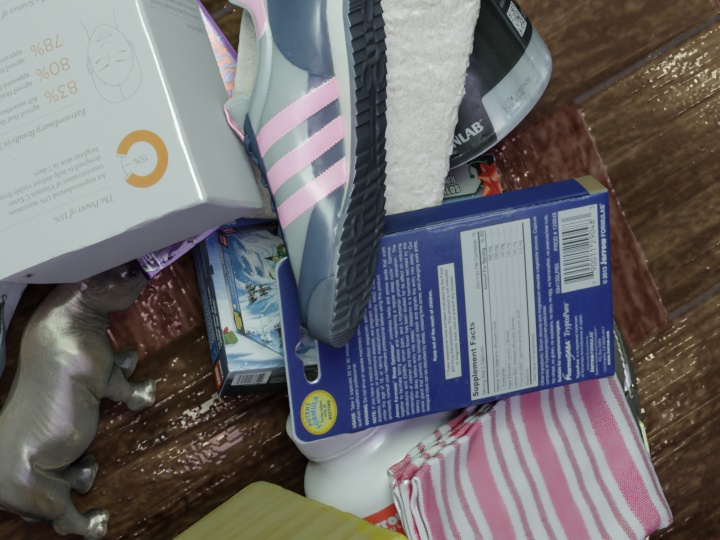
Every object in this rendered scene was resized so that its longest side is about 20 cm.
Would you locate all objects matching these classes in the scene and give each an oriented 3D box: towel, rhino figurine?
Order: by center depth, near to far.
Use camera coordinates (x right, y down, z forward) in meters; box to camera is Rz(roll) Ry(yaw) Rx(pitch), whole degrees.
[{"bbox_3d":[-0.003,-0.116,1.082,0.131,0.035,0.202,6,113,-7],"label":"towel"},{"bbox_3d":[-0.168,0.058,1.161,0.087,0.060,0.202,16,95,-38],"label":"rhino figurine"},{"bbox_3d":[0.111,0.140,1.201,0.199,0.030,0.147,-33,106,-35],"label":"towel"}]

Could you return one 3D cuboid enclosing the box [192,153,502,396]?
[{"bbox_3d":[0.000,0.000,1.185,0.198,0.040,0.138,-3,64,-18],"label":"box"}]

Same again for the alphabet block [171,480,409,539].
[{"bbox_3d":[-0.059,0.270,1.161,0.199,0.196,0.197,-32,112,-25],"label":"alphabet block"}]

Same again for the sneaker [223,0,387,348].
[{"bbox_3d":[-0.032,-0.061,1.041,0.081,0.070,0.202,4,97,19],"label":"sneaker"}]

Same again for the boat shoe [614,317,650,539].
[{"bbox_3d":[0.159,0.115,1.295,0.071,0.060,0.204,-9,105,-17],"label":"boat shoe"}]

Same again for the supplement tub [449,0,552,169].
[{"bbox_3d":[0.014,-0.164,1.148,0.122,0.122,0.200,-40,112,-7],"label":"supplement tub"}]

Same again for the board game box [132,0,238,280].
[{"bbox_3d":[-0.134,-0.110,1.130,0.120,0.032,0.201,-37,94,-12],"label":"board game box"}]

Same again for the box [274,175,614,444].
[{"bbox_3d":[0.048,0.022,1.119,0.198,0.032,0.122,-12,115,-14],"label":"box"}]

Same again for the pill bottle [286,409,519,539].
[{"bbox_3d":[0.040,0.151,1.234,0.112,0.112,0.200,-40,112,-7],"label":"pill bottle"}]

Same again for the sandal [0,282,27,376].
[{"bbox_3d":[-0.237,0.039,1.149,0.076,0.043,0.202,15,97,-21],"label":"sandal"}]

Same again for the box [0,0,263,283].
[{"bbox_3d":[-0.150,-0.107,1.037,0.123,0.097,0.202,-20,84,15],"label":"box"}]
